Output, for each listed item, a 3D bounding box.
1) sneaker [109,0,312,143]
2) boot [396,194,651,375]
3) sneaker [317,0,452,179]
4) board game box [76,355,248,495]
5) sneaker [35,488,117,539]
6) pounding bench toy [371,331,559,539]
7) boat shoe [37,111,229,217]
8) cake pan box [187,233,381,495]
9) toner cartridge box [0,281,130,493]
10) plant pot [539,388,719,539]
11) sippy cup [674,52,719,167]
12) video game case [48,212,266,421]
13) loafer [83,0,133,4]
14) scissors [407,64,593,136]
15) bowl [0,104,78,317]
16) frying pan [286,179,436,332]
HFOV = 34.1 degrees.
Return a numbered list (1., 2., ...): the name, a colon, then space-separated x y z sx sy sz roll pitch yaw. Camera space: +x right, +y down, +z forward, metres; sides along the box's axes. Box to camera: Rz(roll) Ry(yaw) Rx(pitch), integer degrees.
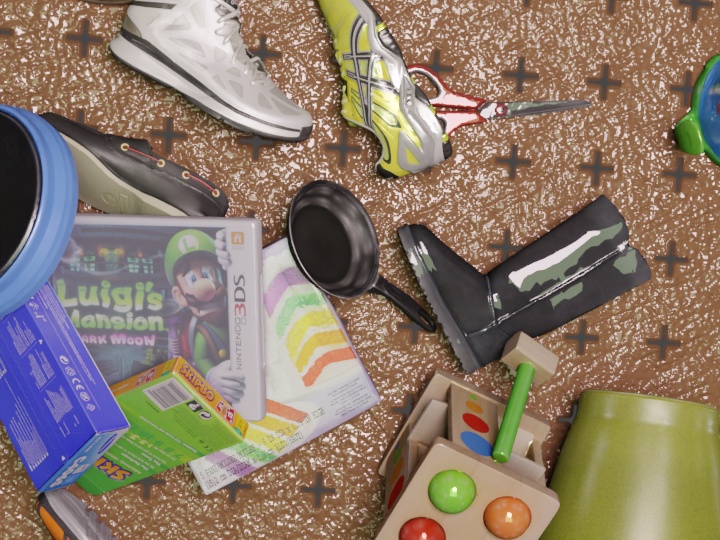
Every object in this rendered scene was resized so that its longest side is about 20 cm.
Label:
1. sneaker: -0.117 -0.202 1.061 0.200 0.076 0.116 28 107 -4
2. boot: 0.154 -0.014 1.110 0.200 0.066 0.165 -28 109 4
3. sneaker: 0.007 -0.176 1.079 0.076 0.075 0.200 -30 85 5
4. board game box: -0.205 0.145 1.061 0.200 0.030 0.096 -25 120 29
5. sneaker: -0.266 0.307 1.099 0.112 0.078 0.200 -35 96 -2
6. pounding bench toy: 0.110 0.167 1.050 0.124 0.156 0.200 26 111 -6
7. boat shoe: -0.217 -0.089 1.082 0.201 0.074 0.063 30 58 3
8. cake pan box: -0.108 0.088 1.109 0.200 0.052 0.184 -27 94 -1
9. toner cartridge box: -0.290 0.085 1.041 0.095 0.043 0.200 -43 70 27
10. plant pot: 0.259 0.214 1.091 0.200 0.200 0.193 10 82 -5
11. sippy cup: 0.394 -0.153 1.090 0.140 0.130 0.178 36 91 -6
12. video game case: -0.183 0.041 1.051 0.200 0.023 0.182 2 102 13
13. loafer: -0.278 -0.293 1.055 0.200 0.067 0.076 14 93 -6
14. scissors: 0.122 -0.147 1.129 0.200 0.014 0.073 10 91 -6
15. bowl: -0.340 -0.053 1.030 0.200 0.039 0.201 -7 73 24
16. frying pan: 0.000 -0.016 1.112 0.190 0.031 0.115 24 58 -40
